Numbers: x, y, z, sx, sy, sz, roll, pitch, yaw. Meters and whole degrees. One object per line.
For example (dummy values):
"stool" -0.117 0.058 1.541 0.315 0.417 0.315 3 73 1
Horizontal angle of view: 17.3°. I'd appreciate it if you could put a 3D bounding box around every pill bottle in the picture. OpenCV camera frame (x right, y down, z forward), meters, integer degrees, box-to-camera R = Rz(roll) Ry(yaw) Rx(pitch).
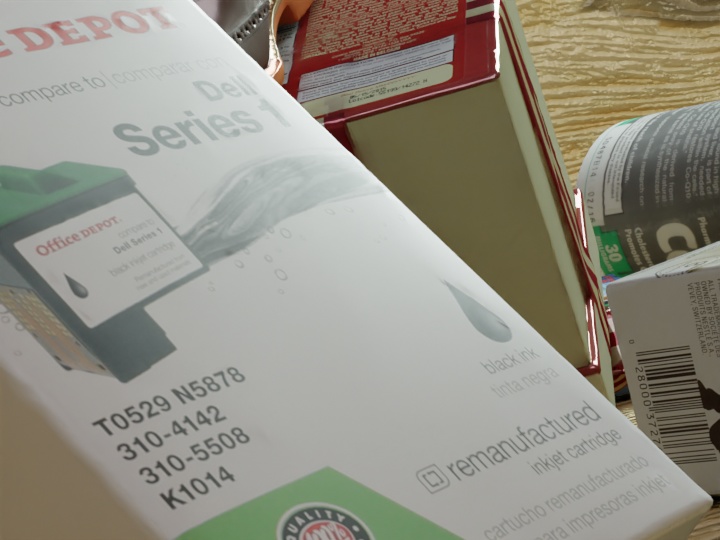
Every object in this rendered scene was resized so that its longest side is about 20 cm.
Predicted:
"pill bottle" 0.224 -0.042 1.291 0.113 0.113 0.200 -17 4 -40

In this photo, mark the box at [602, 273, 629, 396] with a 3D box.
"box" 0.076 0.041 1.149 0.137 0.038 0.200 -14 4 -1

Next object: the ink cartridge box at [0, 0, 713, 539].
"ink cartridge box" -0.046 0.028 0.523 0.146 0.200 0.084 -19 -33 -51

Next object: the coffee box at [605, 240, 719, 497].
"coffee box" 0.196 0.016 0.753 0.200 0.080 0.113 -10 5 42

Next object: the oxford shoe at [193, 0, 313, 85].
"oxford shoe" -0.068 -0.106 0.912 0.071 0.073 0.200 -12 27 16

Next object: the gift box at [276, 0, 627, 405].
"gift box" 0.000 0.000 0.956 0.184 0.187 0.200 -13 28 15
